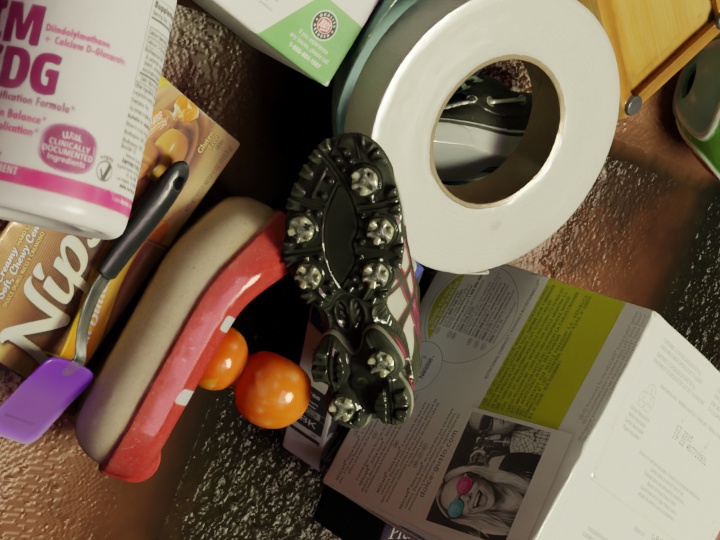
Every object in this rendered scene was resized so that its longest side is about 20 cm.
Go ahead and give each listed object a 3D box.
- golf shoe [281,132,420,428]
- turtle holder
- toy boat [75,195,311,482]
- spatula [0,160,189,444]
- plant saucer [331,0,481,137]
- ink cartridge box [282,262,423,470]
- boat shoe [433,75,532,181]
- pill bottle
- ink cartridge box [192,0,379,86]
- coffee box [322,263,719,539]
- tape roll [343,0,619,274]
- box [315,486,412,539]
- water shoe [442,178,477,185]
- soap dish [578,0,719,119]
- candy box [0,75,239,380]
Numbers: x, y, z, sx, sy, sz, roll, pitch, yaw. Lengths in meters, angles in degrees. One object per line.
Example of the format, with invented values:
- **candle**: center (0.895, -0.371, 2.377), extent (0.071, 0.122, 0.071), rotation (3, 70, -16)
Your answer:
- **golf shoe**: center (0.000, 0.000, 1.069), extent (0.088, 0.077, 0.201), rotation (-59, 149, -59)
- **turtle holder**: center (0.334, -0.156, 1.399), extent (0.140, 0.132, 0.186), rotation (-20, 125, -33)
- **toy boat**: center (-0.090, 0.055, 1.092), extent (0.130, 0.131, 0.201), rotation (30, 92, -9)
- **spatula**: center (-0.160, 0.019, 1.025), extent (0.201, 0.020, 0.056), rotation (-61, 152, -2)
- **plant saucer**: center (0.040, -0.166, 1.152), extent (0.201, 0.039, 0.201), rotation (-42, 161, -18)
- **ink cartridge box**: center (-0.005, 0.053, 1.190), extent (0.100, 0.039, 0.200), rotation (-49, 163, -31)
- **boat shoe**: center (0.081, -0.102, 1.202), extent (0.199, 0.071, 0.064), rotation (0, 74, -41)
- **pill bottle**: center (-0.164, -0.126, 0.931), extent (0.113, 0.113, 0.201), rotation (17, 83, -47)
- **ink cartridge box**: center (-0.033, -0.240, 1.037), extent (0.145, 0.087, 0.201), rotation (32, 91, -48)
- **coffee box**: center (0.136, 0.131, 1.214), extent (0.200, 0.197, 0.201), rotation (39, 76, -44)
- **tape roll**: center (0.082, -0.095, 1.115), extent (0.202, 0.037, 0.204), rotation (-16, 122, -26)
- **box**: center (0.077, 0.157, 1.372), extent (0.199, 0.079, 0.142), rotation (7, 105, -45)
- **water shoe**: center (0.046, -0.056, 1.245), extent (0.199, 0.071, 0.079), rotation (-6, 89, -40)
- **soap dish**: center (0.201, -0.224, 1.271), extent (0.157, 0.081, 0.200), rotation (-41, 136, -19)
- **candy box**: center (-0.176, -0.033, 1.039), extent (0.200, 0.055, 0.115), rotation (-55, 138, -4)
